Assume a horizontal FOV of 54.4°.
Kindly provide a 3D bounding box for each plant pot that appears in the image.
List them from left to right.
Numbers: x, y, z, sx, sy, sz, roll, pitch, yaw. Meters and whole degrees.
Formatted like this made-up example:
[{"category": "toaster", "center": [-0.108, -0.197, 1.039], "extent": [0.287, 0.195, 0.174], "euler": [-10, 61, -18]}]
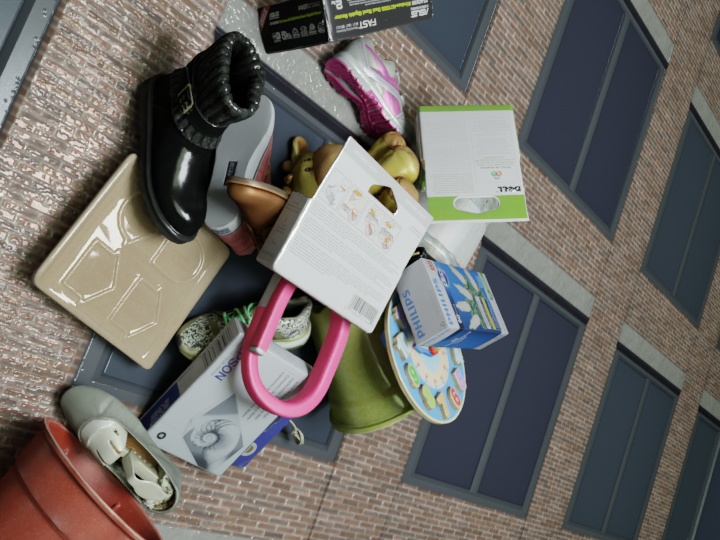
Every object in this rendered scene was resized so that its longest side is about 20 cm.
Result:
[{"category": "plant pot", "center": [-0.349, 0.303, 0.755], "extent": [0.195, 0.199, 0.203], "euler": [-43, 124, -17]}, {"category": "plant pot", "center": [0.005, 0.107, 1.056], "extent": [0.199, 0.198, 0.188], "euler": [-35, 108, -32]}]

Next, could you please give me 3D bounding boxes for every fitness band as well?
[{"category": "fitness band", "center": [-0.077, 0.085, 0.898], "extent": [0.143, 0.037, 0.204], "euler": [42, 61, -38]}]

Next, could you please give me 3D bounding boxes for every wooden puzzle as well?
[{"category": "wooden puzzle", "center": [-0.274, -0.009, 0.856], "extent": [0.188, 0.046, 0.201], "euler": [-57, 134, -19]}]

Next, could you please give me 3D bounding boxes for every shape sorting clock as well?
[{"category": "shape sorting clock", "center": [0.097, 0.114, 0.993], "extent": [0.198, 0.039, 0.205], "euler": [34, 42, -37]}]

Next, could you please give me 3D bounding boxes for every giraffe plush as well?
[{"category": "giraffe plush", "center": [-0.030, -0.124, 1.009], "extent": [0.160, 0.174, 0.201], "euler": [25, 116, -32]}]

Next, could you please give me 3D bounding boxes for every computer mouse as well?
[{"category": "computer mouse", "center": [0.000, 0.000, 0.986], "extent": [0.059, 0.195, 0.035], "euler": [-81, 147, -63]}]

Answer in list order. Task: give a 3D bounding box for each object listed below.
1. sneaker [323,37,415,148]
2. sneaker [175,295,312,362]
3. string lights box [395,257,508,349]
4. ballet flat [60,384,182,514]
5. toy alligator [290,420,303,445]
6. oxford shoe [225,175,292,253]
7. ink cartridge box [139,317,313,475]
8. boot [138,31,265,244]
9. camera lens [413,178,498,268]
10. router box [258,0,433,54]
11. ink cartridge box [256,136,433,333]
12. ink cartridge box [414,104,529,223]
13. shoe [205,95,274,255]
[{"category": "sneaker", "center": [0.033, -0.270, 1.064], "extent": [0.089, 0.080, 0.201], "euler": [-57, 132, -19]}, {"category": "sneaker", "center": [-0.148, 0.064, 0.929], "extent": [0.195, 0.078, 0.089], "euler": [-11, 148, -30]}, {"category": "string lights box", "center": [0.131, 0.052, 1.001], "extent": [0.198, 0.058, 0.105], "euler": [11, 54, -55]}, {"category": "ballet flat", "center": [-0.283, 0.219, 0.845], "extent": [0.067, 0.064, 0.202], "euler": [-33, 118, 2]}, {"category": "toy alligator", "center": [-0.126, 0.180, 1.015], "extent": [0.054, 0.058, 0.206], "euler": [-27, 115, -35]}, {"category": "oxford shoe", "center": [-0.113, -0.057, 0.865], "extent": [0.200, 0.069, 0.073], "euler": [48, 56, -65]}, {"category": "ink cartridge box", "center": [-0.160, 0.184, 0.939], "extent": [0.200, 0.041, 0.199], "euler": [-46, 130, 8]}, {"category": "boot", "center": [-0.178, -0.149, 0.802], "extent": [0.079, 0.154, 0.218], "euler": [-2, 83, -60]}, {"category": "camera lens", "center": [0.122, -0.083, 1.130], "extent": [0.160, 0.158, 0.203], "euler": [47, 67, -37]}, {"category": "router box", "center": [-0.020, -0.350, 0.953], "extent": [0.197, 0.148, 0.064], "euler": [-27, 115, -36]}, {"category": "ink cartridge box", "center": [-0.012, -0.041, 0.878], "extent": [0.199, 0.044, 0.179], "euler": [36, 81, -44]}, {"category": "ink cartridge box", "center": [0.156, -0.138, 1.018], "extent": [0.076, 0.143, 0.205], "euler": [89, 0, -62]}, {"category": "shoe", "center": [-0.150, -0.126, 0.936], "extent": [0.091, 0.069, 0.206], "euler": [59, 40, -63]}]
